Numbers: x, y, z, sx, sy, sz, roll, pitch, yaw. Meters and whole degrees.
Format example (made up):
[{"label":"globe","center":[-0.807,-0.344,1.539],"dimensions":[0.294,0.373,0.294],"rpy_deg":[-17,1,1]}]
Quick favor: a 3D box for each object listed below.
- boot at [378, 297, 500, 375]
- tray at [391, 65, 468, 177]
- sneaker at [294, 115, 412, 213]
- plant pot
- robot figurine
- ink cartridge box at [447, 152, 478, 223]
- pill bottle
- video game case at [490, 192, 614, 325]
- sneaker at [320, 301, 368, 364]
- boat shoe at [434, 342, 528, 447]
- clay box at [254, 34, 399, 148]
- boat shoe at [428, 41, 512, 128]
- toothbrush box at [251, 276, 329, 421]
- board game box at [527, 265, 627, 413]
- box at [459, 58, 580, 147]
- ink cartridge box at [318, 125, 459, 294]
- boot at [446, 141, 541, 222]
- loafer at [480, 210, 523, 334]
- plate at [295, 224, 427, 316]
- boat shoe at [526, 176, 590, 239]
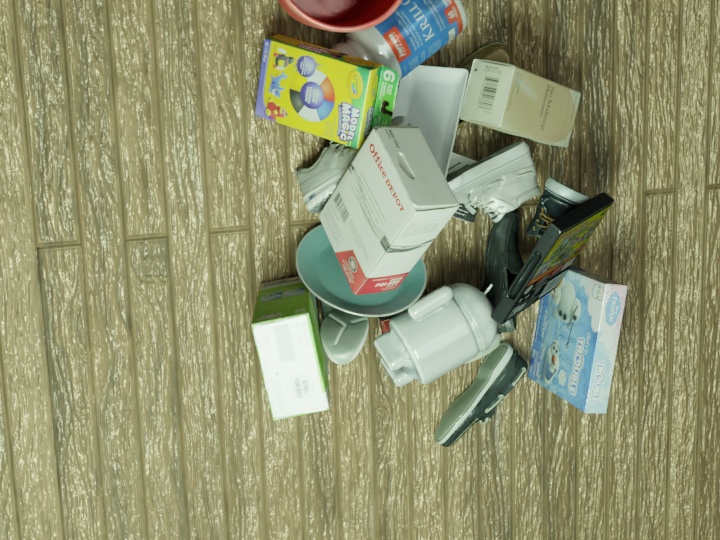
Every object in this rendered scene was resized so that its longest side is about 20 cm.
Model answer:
[{"label":"boot","center":[0.123,0.076,1.762],"dimensions":[0.198,0.072,0.146],"rpy_deg":[-12,103,-13]},{"label":"tray","center":[0.093,-0.204,1.652],"dimensions":[0.106,0.022,0.202],"rpy_deg":[9,82,23]},{"label":"sneaker","center":[-0.015,-0.171,1.631],"dimensions":[0.199,0.075,0.082],"rpy_deg":[-35,75,12]},{"label":"plant pot","center":[-0.043,-0.417,1.536],"dimensions":[0.198,0.177,0.203],"rpy_deg":[-1,94,-13]},{"label":"robot figurine","center":[0.121,0.093,1.674],"dimensions":[0.199,0.113,0.170],"rpy_deg":[-28,139,-7]},{"label":"ink cartridge box","center":[0.097,-0.147,1.720],"dimensions":[0.198,0.044,0.095],"rpy_deg":[17,93,-21]},{"label":"pill bottle","center":[0.049,-0.340,1.628],"dimensions":[0.200,0.112,0.113],"rpy_deg":[-40,110,-8]},{"label":"video game case","center":[0.287,-0.020,1.665],"dimensions":[0.199,0.025,0.182],"rpy_deg":[-26,151,-52]},{"label":"sneaker","center":[-0.024,0.085,1.647],"dimensions":[0.070,0.201,0.081],"rpy_deg":[-2,120,-1]},{"label":"boat shoe","center":[0.198,0.212,1.811],"dimensions":[0.060,0.076,0.200],"rpy_deg":[40,87,-16]},{"label":"clay box","center":[-0.049,-0.249,1.571],"dimensions":[0.198,0.048,0.116],"rpy_deg":[20,116,22]},{"label":"boat shoe","center":[0.166,-0.269,1.707],"dimensions":[0.200,0.066,0.074],"rpy_deg":[-48,111,-5]},{"label":"toothbrush box","center":[-0.098,0.106,1.612],"dimensions":[0.085,0.200,0.147],"rpy_deg":[-11,105,0]},{"label":"board game box","center":[0.340,0.101,1.771],"dimensions":[0.043,0.199,0.202],"rpy_deg":[5,99,-20]},{"label":"box","center":[0.244,-0.250,1.687],"dimensions":[0.199,0.077,0.096],"rpy_deg":[4,101,-50]},{"label":"ink cartridge box","center":[0.037,-0.084,1.564],"dimensions":[0.082,0.200,0.148],"rpy_deg":[-7,59,-34]},{"label":"boot","center":[0.186,-0.115,1.692],"dimensions":[0.199,0.073,0.096],"rpy_deg":[-26,100,-16]},{"label":"loafer","center":[0.233,0.002,1.758],"dimensions":[0.068,0.070,0.203],"rpy_deg":[36,61,-58]},{"label":"plate","center":[0.000,0.000,1.656],"dimensions":[0.198,0.201,0.026],"rpy_deg":[-3,138,-18]},{"label":"boat shoe","center":[0.303,-0.085,1.730],"dimensions":[0.070,0.200,0.092],"rpy_deg":[29,94,10]}]
